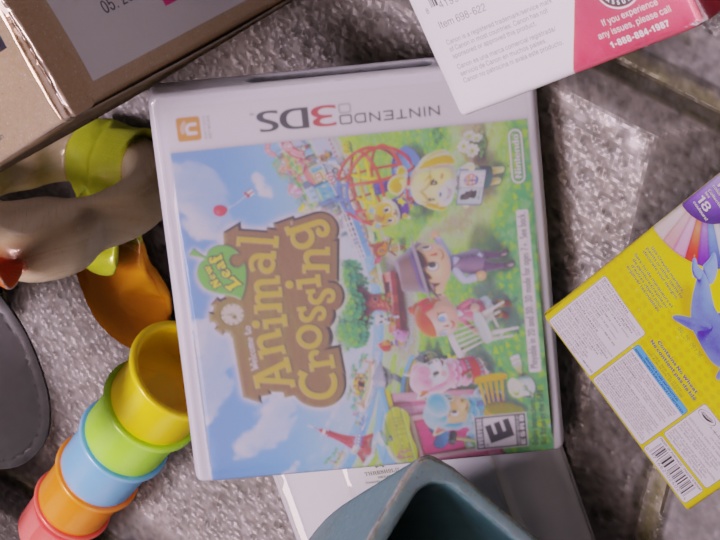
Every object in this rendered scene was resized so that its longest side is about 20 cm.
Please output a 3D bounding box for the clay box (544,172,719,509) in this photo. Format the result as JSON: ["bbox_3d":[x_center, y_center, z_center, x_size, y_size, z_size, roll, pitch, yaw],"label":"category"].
[{"bbox_3d":[0.183,0.011,1.305,0.115,0.048,0.200,53,133,4],"label":"clay box"}]

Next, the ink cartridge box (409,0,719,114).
[{"bbox_3d":[0.074,-0.189,1.265,0.145,0.083,0.201,-18,100,43],"label":"ink cartridge box"}]

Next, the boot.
[{"bbox_3d":[-0.216,0.016,1.582,0.069,0.174,0.201,-33,85,3],"label":"boot"}]

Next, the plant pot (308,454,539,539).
[{"bbox_3d":[0.014,0.234,1.445,0.196,0.196,0.200,39,156,-14],"label":"plant pot"}]

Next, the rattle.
[{"bbox_3d":[-0.165,0.011,1.488,0.129,0.200,0.144,14,118,0],"label":"rattle"}]

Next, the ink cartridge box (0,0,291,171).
[{"bbox_3d":[-0.139,-0.109,1.405,0.164,0.200,0.075,-27,94,44],"label":"ink cartridge box"}]

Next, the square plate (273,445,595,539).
[{"bbox_3d":[0.022,0.102,1.502,0.199,0.028,0.199,-9,106,42],"label":"square plate"}]

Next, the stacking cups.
[{"bbox_3d":[-0.136,0.099,1.619,0.061,0.060,0.200,50,141,7],"label":"stacking cups"}]

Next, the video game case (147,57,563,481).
[{"bbox_3d":[0.000,0.000,1.395,0.181,0.022,0.201,-5,111,2],"label":"video game case"}]
